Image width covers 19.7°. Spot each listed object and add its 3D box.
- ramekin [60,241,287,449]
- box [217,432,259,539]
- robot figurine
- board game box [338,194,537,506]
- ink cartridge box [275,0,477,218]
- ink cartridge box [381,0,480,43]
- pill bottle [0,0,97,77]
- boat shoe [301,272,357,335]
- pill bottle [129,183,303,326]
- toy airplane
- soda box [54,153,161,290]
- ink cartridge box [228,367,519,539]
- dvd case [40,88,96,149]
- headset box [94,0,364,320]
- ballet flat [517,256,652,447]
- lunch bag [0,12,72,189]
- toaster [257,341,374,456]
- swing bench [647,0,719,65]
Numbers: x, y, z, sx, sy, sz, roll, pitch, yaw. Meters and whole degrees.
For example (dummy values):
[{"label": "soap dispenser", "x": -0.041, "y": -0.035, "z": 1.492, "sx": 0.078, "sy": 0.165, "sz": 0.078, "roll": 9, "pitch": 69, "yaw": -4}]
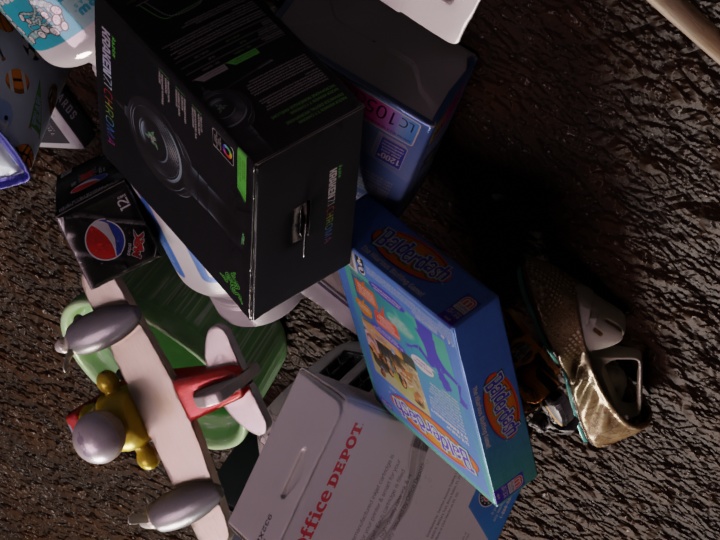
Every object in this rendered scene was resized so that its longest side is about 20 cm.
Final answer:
[{"label": "ramekin", "x": -0.164, "y": 0.062, "z": 1.886, "sx": 0.200, "sy": 0.098, "sz": 0.200, "roll": 26, "pitch": 150, "yaw": 16}, {"label": "box", "x": -0.051, "y": 0.265, "z": 2.068, "sx": 0.148, "sy": 0.104, "sz": 0.200, "roll": 19, "pitch": 147, "yaw": 26}, {"label": "robot figurine", "x": 0.103, "y": 0.078, "z": 1.607, "sx": 0.145, "sy": 0.058, "sz": 0.200, "roll": 52, "pitch": 171, "yaw": 3}, {"label": "board game box", "x": 0.052, "y": 0.059, "z": 1.504, "sx": 0.152, "sy": 0.045, "sz": 0.200, "roll": 39, "pitch": 156, "yaw": 39}, {"label": "ink cartridge box", "x": -0.008, "y": -0.111, "z": 1.495, "sx": 0.136, "sy": 0.076, "sz": 0.200, "roll": 32, "pitch": 153, "yaw": 5}, {"label": "ink cartridge box", "x": 0.006, "y": -0.242, "z": 1.289, "sx": 0.200, "sy": 0.067, "sz": 0.116, "roll": 34, "pitch": 151, "yaw": 3}, {"label": "pill bottle", "x": -0.221, "y": -0.225, "z": 1.505, "sx": 0.111, "sy": 0.111, "sz": 0.200, "roll": -8, "pitch": 131, "yaw": 51}, {"label": "boat shoe", "x": 0.000, "y": 0.000, "z": 1.650, "sx": 0.200, "sy": 0.070, "sz": 0.071, "roll": 37, "pitch": -161, "yaw": -47}, {"label": "pill bottle", "x": -0.111, "y": -0.050, "z": 1.652, "sx": 0.112, "sy": 0.112, "sz": 0.200, "roll": 15, "pitch": 145, "yaw": 32}, {"label": "toy airplane", "x": -0.175, "y": 0.120, "z": 1.735, "sx": 0.200, "sy": 0.141, "sz": 0.199, "roll": 36, "pitch": 133, "yaw": 26}, {"label": "soda box", "x": -0.207, "y": -0.046, "z": 1.691, "sx": 0.200, "sy": 0.063, "sz": 0.071, "roll": -121, "pitch": 6, "yaw": -76}, {"label": "ink cartridge box", "x": 0.016, "y": 0.182, "z": 1.671, "sx": 0.200, "sy": 0.145, "sz": 0.084, "roll": 23, "pitch": -175, "yaw": -34}, {"label": "dvd case", "x": -0.337, "y": -0.168, "z": 1.799, "sx": 0.200, "sy": 0.025, "sz": 0.150, "roll": 6, "pitch": 141, "yaw": 42}, {"label": "headset box", "x": -0.087, "y": -0.090, "z": 1.416, "sx": 0.200, "sy": 0.093, "sz": 0.174, "roll": 47, "pitch": 153, "yaw": 26}, {"label": "ballet flat", "x": 0.177, "y": 0.057, "z": 1.581, "sx": 0.065, "sy": 0.071, "sz": 0.200, "roll": -12, "pitch": 136, "yaw": 18}, {"label": "lunch bag", "x": -0.318, "y": -0.181, "z": 1.594, "sx": 0.124, "sy": 0.170, "sz": 0.200, "roll": -16, "pitch": 127, "yaw": 25}, {"label": "toaster", "x": -0.004, "y": 0.151, "z": 1.788, "sx": 0.113, "sy": 0.200, "sz": 0.129, "roll": 13, "pitch": 127, "yaw": 35}, {"label": "swing bench", "x": 0.283, "y": -0.135, "z": 1.108, "sx": 0.199, "sy": 0.130, "sz": 0.200, "roll": 4, "pitch": 144, "yaw": 42}]
